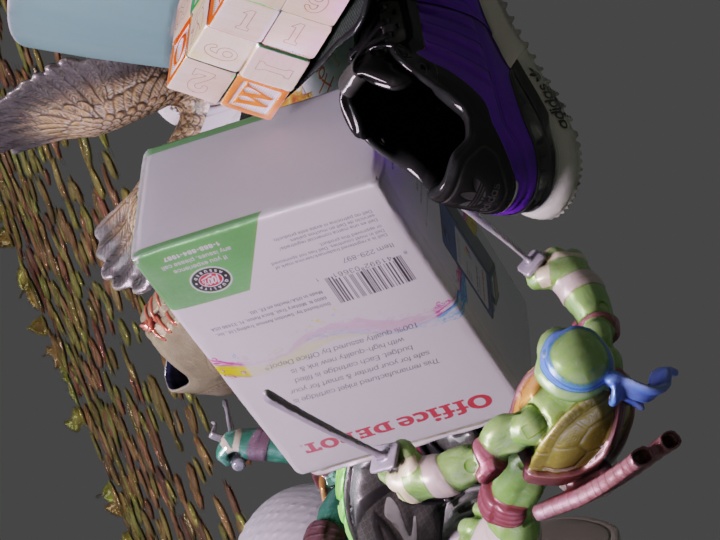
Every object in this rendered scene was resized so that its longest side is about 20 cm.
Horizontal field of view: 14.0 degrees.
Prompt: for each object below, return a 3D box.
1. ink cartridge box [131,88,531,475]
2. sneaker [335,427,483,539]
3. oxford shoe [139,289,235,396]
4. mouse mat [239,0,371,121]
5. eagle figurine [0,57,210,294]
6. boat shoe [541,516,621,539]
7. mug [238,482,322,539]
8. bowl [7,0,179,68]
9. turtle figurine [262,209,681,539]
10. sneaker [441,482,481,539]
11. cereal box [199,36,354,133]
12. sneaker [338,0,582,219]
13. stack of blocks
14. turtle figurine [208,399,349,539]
[{"bbox_3d":[-0.011,0.007,1.569,0.088,0.145,0.200,-88,-27,-44],"label":"ink cartridge box"},{"bbox_3d":[0.043,0.099,1.696,0.084,0.077,0.200,39,126,43],"label":"sneaker"},{"bbox_3d":[-0.095,0.024,1.750,0.200,0.075,0.071,82,171,-57],"label":"oxford shoe"},{"bbox_3d":[-0.018,-0.167,1.529,0.200,0.008,0.161,143,141,-65],"label":"mouse mat"},{"bbox_3d":[-0.115,-0.099,1.845,0.152,0.200,0.151,35,158,22],"label":"eagle figurine"},{"bbox_3d":[0.127,0.184,1.591,0.200,0.073,0.063,24,130,66],"label":"boat shoe"},{"bbox_3d":[-0.013,0.208,2.086,0.175,0.147,0.200,-121,46,-64],"label":"mug"},{"bbox_3d":[-0.106,-0.195,1.671,0.105,0.201,0.201,28,155,10],"label":"bowl"},{"bbox_3d":[0.068,0.060,1.500,0.194,0.200,0.144,83,-164,-58],"label":"turtle figurine"},{"bbox_3d":[0.063,0.152,1.806,0.200,0.075,0.087,136,119,-75],"label":"sneaker"},{"bbox_3d":[-0.025,-0.109,1.646,0.144,0.039,0.200,54,131,46],"label":"cereal box"},{"bbox_3d":[0.025,-0.107,1.466,0.200,0.099,0.070,57,135,31],"label":"sneaker"},{"bbox_3d":[-0.030,-0.180,1.461,0.200,0.058,0.115,128,154,-50],"label":"stack of blocks"},{"bbox_3d":[-0.019,0.128,1.806,0.150,0.101,0.200,28,-134,-40],"label":"turtle figurine"}]
